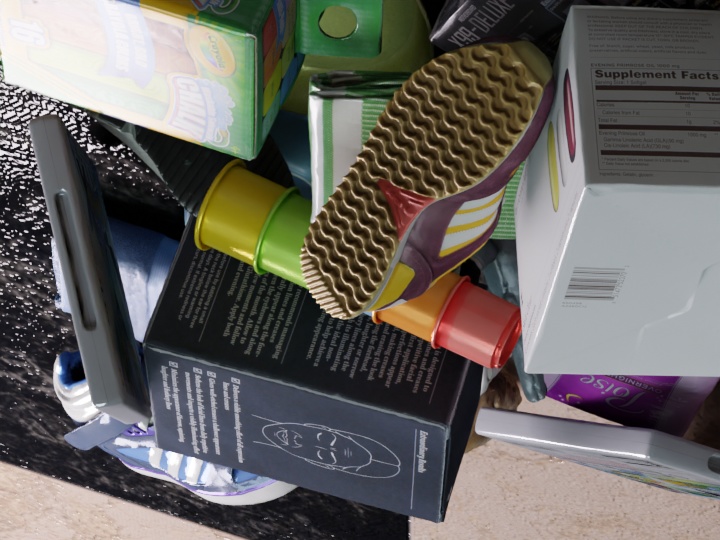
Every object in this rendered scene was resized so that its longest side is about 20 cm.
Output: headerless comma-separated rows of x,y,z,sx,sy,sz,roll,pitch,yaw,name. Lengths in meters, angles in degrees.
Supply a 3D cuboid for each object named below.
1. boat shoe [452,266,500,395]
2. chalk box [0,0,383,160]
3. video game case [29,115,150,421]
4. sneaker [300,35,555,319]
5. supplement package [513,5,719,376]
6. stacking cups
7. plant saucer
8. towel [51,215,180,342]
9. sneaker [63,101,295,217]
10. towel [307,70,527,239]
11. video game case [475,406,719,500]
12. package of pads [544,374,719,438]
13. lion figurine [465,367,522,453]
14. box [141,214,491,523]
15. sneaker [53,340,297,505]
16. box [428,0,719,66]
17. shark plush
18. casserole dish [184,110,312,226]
0.054,0.011,1.637,0.072,0.066,0.200,10,147,22,boat shoe
-0.087,-0.153,1.366,0.200,0.124,0.125,18,149,9,chalk box
-0.172,0.004,1.609,0.022,0.183,0.200,-13,174,-2,video game case
0.049,-0.055,1.337,0.200,0.090,0.075,-47,70,35,sneaker
0.172,-0.037,1.315,0.155,0.111,0.200,2,150,-5,supplement package
0.000,0.000,1.471,0.200,0.061,0.061,25,150,17,stacking cups
-0.046,-0.166,1.469,0.200,0.031,0.200,16,148,10,plant saucer
-0.123,0.018,1.783,0.200,0.049,0.112,20,148,7,towel
-0.116,-0.095,1.569,0.200,0.074,0.089,41,-175,5,sneaker
0.071,-0.064,1.399,0.200,0.023,0.153,-1,148,-1,towel
0.203,0.128,1.654,0.182,0.022,0.200,18,172,-29,video game case
0.179,0.024,1.564,0.120,0.076,0.200,22,149,2,package of pads
0.012,0.077,1.723,0.122,0.073,0.200,-44,122,15,lion figurine
-0.026,0.063,1.592,0.200,0.107,0.149,15,151,7,box
-0.144,0.106,1.897,0.200,0.081,0.146,6,149,36,sneaker
0.151,-0.144,1.353,0.158,0.050,0.200,31,148,-11,box
0.074,-0.017,1.509,0.091,0.083,0.200,11,119,29,shark plush
-0.064,-0.046,1.657,0.121,0.039,0.200,20,150,7,casserole dish
